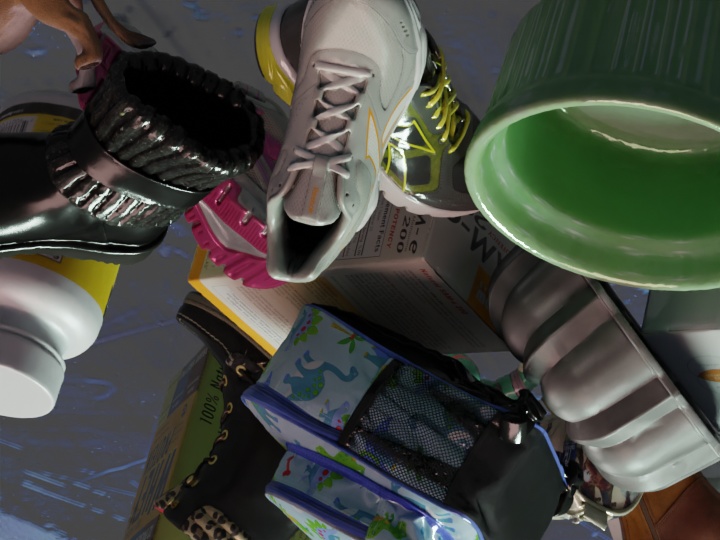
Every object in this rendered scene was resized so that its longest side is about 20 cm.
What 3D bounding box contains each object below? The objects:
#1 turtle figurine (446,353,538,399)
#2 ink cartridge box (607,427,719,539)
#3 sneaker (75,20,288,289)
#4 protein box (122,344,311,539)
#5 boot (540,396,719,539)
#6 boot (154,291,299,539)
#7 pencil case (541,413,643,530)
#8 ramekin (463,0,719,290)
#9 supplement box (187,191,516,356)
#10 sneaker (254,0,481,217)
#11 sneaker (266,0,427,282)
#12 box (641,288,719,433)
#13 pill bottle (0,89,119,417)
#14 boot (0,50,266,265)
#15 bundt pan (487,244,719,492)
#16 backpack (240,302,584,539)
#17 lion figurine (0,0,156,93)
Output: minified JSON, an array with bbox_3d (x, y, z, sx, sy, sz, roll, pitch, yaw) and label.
[{"bbox_3d":[0.054,0.075,1.680,0.149,0.101,0.200,28,158,-12],"label":"turtle figurine"},{"bbox_3d":[0.281,0.226,1.750,0.146,0.083,0.201,-10,108,38],"label":"ink cartridge box"},{"bbox_3d":[-0.099,-0.085,1.475,0.200,0.088,0.081,49,140,-12],"label":"sneaker"},{"bbox_3d":[-0.070,0.192,1.830,0.199,0.200,0.135,21,156,-13],"label":"protein box"},{"bbox_3d":[0.186,0.176,1.695,0.201,0.068,0.188,57,140,11],"label":"boot"},{"bbox_3d":[-0.096,0.124,1.712,0.200,0.151,0.073,40,175,17],"label":"boot"},{"bbox_3d":[0.119,0.153,1.678,0.078,0.090,0.200,45,146,-18],"label":"pencil case"},{"bbox_3d":[0.166,-0.081,1.334,0.199,0.098,0.200,11,152,6],"label":"ramekin"},{"bbox_3d":[0.000,0.000,1.585,0.199,0.074,0.126,-4,148,34],"label":"supplement box"},{"bbox_3d":[0.027,-0.099,1.392,0.200,0.075,0.084,33,146,-31],"label":"sneaker"},{"bbox_3d":[-0.013,-0.075,1.316,0.075,0.092,0.201,14,129,5],"label":"sneaker"},{"bbox_3d":[0.293,0.039,1.484,0.151,0.107,0.200,-3,148,31],"label":"box"},{"bbox_3d":[-0.215,-0.010,1.535,0.110,0.201,0.112,11,153,6],"label":"pill bottle"},{"bbox_3d":[-0.176,-0.068,1.360,0.210,0.080,0.158,1,159,-30],"label":"boot"},{"bbox_3d":[0.151,0.061,1.490,0.076,0.202,0.202,-36,137,5],"label":"bundt pan"},{"bbox_3d":[0.019,0.121,1.512,0.199,0.147,0.183,31,170,25],"label":"backpack"},{"bbox_3d":[-0.221,-0.157,1.404,0.199,0.123,0.072,-17,172,21],"label":"lion figurine"}]
